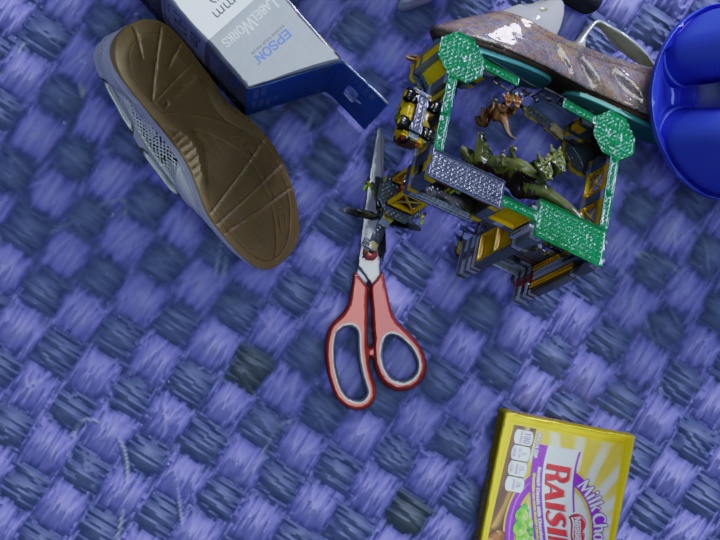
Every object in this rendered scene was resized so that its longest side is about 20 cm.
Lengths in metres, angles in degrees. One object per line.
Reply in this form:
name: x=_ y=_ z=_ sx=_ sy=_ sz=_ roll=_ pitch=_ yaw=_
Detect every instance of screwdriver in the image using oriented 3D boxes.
screwdriver: x=0.109 y=-0.219 z=0.987 sx=0.029 sy=0.200 sz=0.028 roll=-53 pitch=51 yaw=20

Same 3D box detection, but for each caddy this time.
caddy: x=0.300 y=-0.119 z=1.021 sx=0.200 sy=0.105 sz=0.142 roll=4 pitch=89 yaw=-26

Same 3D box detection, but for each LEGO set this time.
LEGO set: x=0.086 y=-0.064 z=1.006 sx=0.200 sy=0.116 sz=0.154 roll=16 pitch=66 yaw=-25

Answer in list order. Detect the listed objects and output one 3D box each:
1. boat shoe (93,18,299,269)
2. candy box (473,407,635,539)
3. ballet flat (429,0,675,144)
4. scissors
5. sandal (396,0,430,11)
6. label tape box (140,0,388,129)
boat shoe: x=-0.115 y=-0.087 z=1.007 sx=0.071 sy=0.069 sz=0.200 roll=-43 pitch=113 yaw=-26
candy box: x=0.133 y=0.208 z=1.045 sx=0.102 sy=0.026 sz=0.200 roll=11 pitch=88 yaw=-9
ballet flat: x=0.146 y=-0.156 z=1.035 sx=0.200 sy=0.068 sz=0.067 roll=21 pitch=83 yaw=-15
scissors: x=0.000 y=0.000 z=1.040 sx=0.073 sy=0.014 sz=0.200 roll=-10 pitch=92 yaw=-4
sandal: x=0.091 y=-0.263 z=1.023 sx=0.207 sy=0.079 sz=0.059 roll=-42 pitch=98 yaw=-13
label tape box: x=-0.078 y=-0.158 z=0.969 sx=0.063 sy=0.144 sz=0.200 roll=-43 pitch=93 yaw=-5
